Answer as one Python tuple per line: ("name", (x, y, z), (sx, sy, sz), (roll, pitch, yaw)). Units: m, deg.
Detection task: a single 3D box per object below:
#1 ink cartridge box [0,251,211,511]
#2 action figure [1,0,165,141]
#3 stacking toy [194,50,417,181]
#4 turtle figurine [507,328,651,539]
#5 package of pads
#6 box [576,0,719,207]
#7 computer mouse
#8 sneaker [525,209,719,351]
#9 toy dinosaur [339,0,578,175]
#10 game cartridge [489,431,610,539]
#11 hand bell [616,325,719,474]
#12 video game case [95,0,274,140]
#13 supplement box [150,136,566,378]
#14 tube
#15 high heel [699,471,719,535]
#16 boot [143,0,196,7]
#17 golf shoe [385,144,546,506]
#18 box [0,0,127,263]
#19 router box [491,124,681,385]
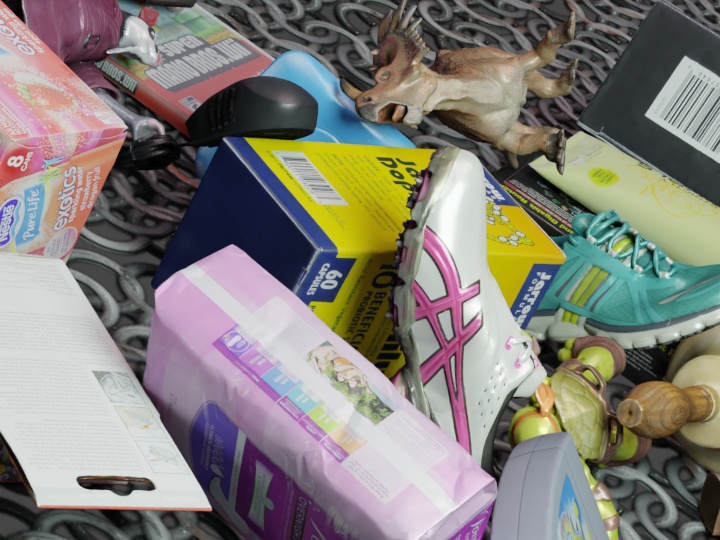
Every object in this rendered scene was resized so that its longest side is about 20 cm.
("ink cartridge box", (-0.166, 0.068, 1.436), (0.109, 0.050, 0.200), (5, 36, -39))
("action figure", (-0.192, -0.147, 1.745), (0.148, 0.135, 0.200), (10, 4, 24))
("stacking toy", (-0.031, -0.087, 1.797), (0.116, 0.110, 0.200), (40, 14, -9))
("turtle figurine", (0.115, 0.076, 1.623), (0.201, 0.064, 0.161), (59, 22, 6))
("package of pads", (-0.027, 0.093, 1.441), (0.076, 0.121, 0.200), (-36, 65, -29))
("box", (0.255, -0.083, 1.952), (0.148, 0.105, 0.200), (34, 0, 24))
("computer mouse", (-0.090, -0.086, 1.658), (0.058, 0.034, 0.200), (-1, -6, -37))
("sneaker", (0.154, 0.004, 1.727), (0.199, 0.080, 0.077), (2, 17, 36))
("toy dinosaur", (0.063, -0.112, 1.748), (0.135, 0.086, 0.200), (7, -6, 7))
("game cartridge", (0.103, 0.172, 1.443), (0.200, 0.040, 0.134), (-76, 144, -62))
("hand bell", (0.194, 0.078, 1.658), (0.104, 0.104, 0.200), (39, 16, 20))
("video game case", (-0.142, -0.156, 1.884), (0.200, 0.017, 0.143), (35, 28, 13))
("supplement box", (0.000, 0.000, 1.646), (0.199, 0.109, 0.110), (1, 37, -43))
("tube", (0.205, -0.029, 1.826), (0.200, 0.052, 0.058), (33, -8, 18))
("high heel", (0.266, 0.174, 1.639), (0.096, 0.068, 0.200), (9, 28, -13))
("boot", (-0.213, -0.247, 1.914), (0.199, 0.069, 0.189), (10, 39, -18))
("golf shoe", (0.057, 0.033, 1.538), (0.092, 0.201, 0.073), (6, 11, 4))
("box", (-0.237, -0.097, 1.596), (0.200, 0.103, 0.094), (45, 31, 27))
("router box", (0.171, -0.002, 1.866), (0.200, 0.062, 0.150), (34, 26, 11))
